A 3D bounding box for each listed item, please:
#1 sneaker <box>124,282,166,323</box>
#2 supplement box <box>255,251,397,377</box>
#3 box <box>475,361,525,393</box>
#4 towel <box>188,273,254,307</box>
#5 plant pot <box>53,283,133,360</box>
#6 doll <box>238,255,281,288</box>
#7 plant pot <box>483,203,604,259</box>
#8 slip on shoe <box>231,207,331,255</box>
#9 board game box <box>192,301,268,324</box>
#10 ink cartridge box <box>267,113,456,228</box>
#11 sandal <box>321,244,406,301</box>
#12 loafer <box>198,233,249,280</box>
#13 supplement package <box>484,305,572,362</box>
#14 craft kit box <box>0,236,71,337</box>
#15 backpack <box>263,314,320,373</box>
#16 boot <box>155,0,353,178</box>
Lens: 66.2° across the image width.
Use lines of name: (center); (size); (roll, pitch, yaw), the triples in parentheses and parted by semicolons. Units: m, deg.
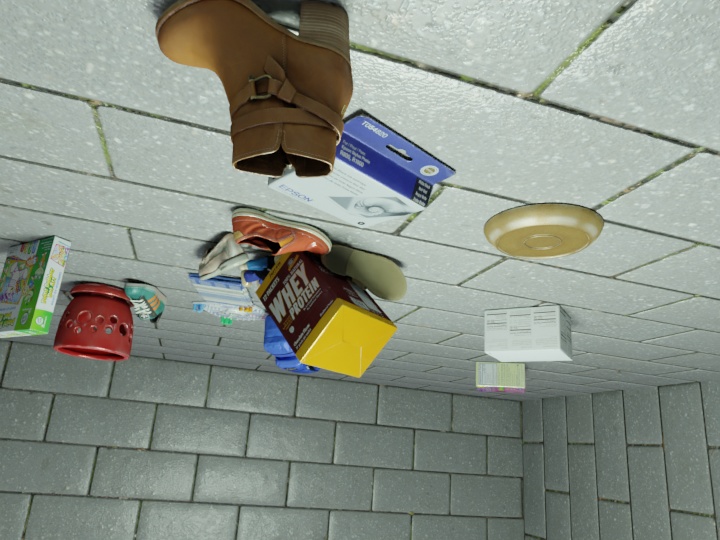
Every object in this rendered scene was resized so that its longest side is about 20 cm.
sneaker: (-0.588, 0.091, 1.513); (0.069, 0.083, 0.201); (3, 162, 6)
supplement box: (-0.068, 0.079, 1.099); (0.195, 0.134, 0.200); (27, -164, -50)
box: (0.577, 0.442, 2.270); (0.193, 0.100, 0.176); (0, 162, 16)
towel: (-0.357, 0.052, 1.435); (0.141, 0.025, 0.201); (7, 160, -1)
plant pot: (-0.729, 0.143, 1.537); (0.193, 0.189, 0.201); (4, 163, 1)
doll: (-0.200, 0.000, 1.192); (0.133, 0.050, 0.198); (14, 160, -29)
plant pot: (0.305, -0.058, 0.928); (0.192, 0.029, 0.201); (5, 163, 1)
slip on shoe: (-0.141, -0.055, 0.992); (0.195, 0.063, 0.073); (15, 158, -33)
board game box: (-0.381, 0.134, 1.684); (0.193, 0.027, 0.200); (-1, 161, 17)
ink cartridge box: (0.002, -0.125, 0.772); (0.196, 0.042, 0.197); (20, 157, -39)
sandal: (0.002, -0.006, 1.130); (0.207, 0.080, 0.069); (24, -178, -30)
loafer: (-0.288, -0.028, 1.137); (0.071, 0.065, 0.198); (-24, -175, -36)
supplement package: (0.443, 0.172, 1.454); (0.194, 0.115, 0.155); (-6, 159, 32)
craft kit box: (-0.720, 0.039, 1.194); (0.194, 0.205, 0.048); (-8, 161, 32)
backpack: (-0.190, 0.211, 1.647); (0.158, 0.174, 0.199); (-13, 152, 28)
boot: (-0.103, -0.160, 0.500); (0.192, 0.161, 0.077); (4, 163, 0)
